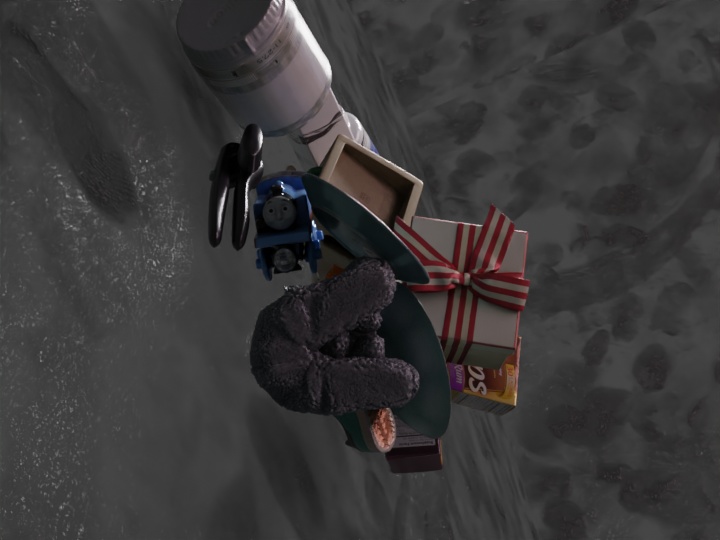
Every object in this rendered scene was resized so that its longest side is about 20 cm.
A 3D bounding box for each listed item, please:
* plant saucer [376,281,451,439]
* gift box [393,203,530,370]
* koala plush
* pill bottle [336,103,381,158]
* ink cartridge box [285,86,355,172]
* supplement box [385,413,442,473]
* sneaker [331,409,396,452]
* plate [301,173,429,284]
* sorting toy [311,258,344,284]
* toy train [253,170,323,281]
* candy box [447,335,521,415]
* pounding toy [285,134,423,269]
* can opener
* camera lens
[{"bbox_3d":[0.048,0.116,1.102,0.201,0.038,0.204,164,-90,-70],"label":"plant saucer"},{"bbox_3d":[0.130,0.019,1.227,0.187,0.182,0.203,85,9,-74],"label":"gift box"},{"bbox_3d":[-0.048,0.085,1.066,0.200,0.181,0.180,-177,-106,-80],"label":"koala plush"},{"bbox_3d":[-0.034,-0.238,1.736,0.200,0.110,0.112,51,21,-57],"label":"pill bottle"},{"bbox_3d":[-0.077,-0.240,1.503,0.201,0.084,0.145,63,-10,-26],"label":"ink cartridge box"},{"bbox_3d":[0.078,0.206,1.399,0.111,0.084,0.203,75,10,-65],"label":"supplement box"},{"bbox_3d":[-0.017,0.152,1.199,0.071,0.079,0.203,-20,98,-50],"label":"sneaker"},{"bbox_3d":[-0.001,-0.041,1.063,0.200,0.026,0.200,39,-9,7],"label":"plate"},{"bbox_3d":[0.000,0.000,1.466,0.200,0.106,0.182,56,20,-49],"label":"sorting toy"},{"bbox_3d":[-0.096,-0.061,1.133,0.200,0.085,0.116,-95,175,-76],"label":"toy train"},{"bbox_3d":[0.141,0.135,1.346,0.057,0.197,0.118,126,-23,-60],"label":"candy box"},{"bbox_3d":[-0.030,-0.101,1.376,0.198,0.143,0.185,29,45,-9],"label":"pounding toy"},{"bbox_3d":[-0.155,-0.095,1.063,0.201,0.062,0.079,-85,179,-46],"label":"can opener"},{"bbox_3d":[-0.140,-0.293,1.213,0.200,0.158,0.162,51,21,-56],"label":"camera lens"}]
